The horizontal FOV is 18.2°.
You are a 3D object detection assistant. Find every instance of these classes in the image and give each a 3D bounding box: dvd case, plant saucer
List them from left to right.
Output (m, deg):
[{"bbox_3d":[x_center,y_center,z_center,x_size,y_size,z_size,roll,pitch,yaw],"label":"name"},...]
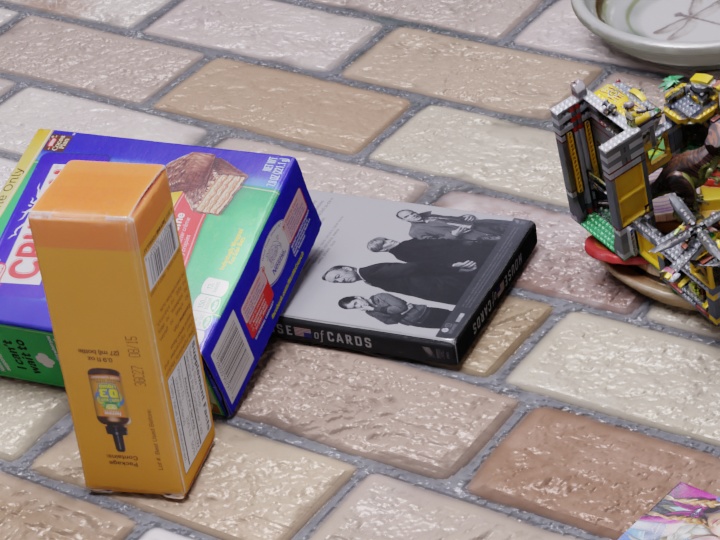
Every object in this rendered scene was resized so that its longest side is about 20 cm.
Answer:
[{"bbox_3d":[0.000,0.000,1.513,0.200,0.025,0.150,8,36,24],"label":"dvd case"},{"bbox_3d":[0.264,-0.201,1.746,0.200,0.050,0.200,-6,33,4],"label":"plant saucer"}]

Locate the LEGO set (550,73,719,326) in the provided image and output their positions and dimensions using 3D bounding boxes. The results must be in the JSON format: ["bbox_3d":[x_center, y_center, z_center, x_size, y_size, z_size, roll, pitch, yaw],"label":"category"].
[{"bbox_3d":[0.213,-0.068,1.408,0.154,0.116,0.200,-26,45,-10],"label":"LEGO set"}]

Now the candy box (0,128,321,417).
[{"bbox_3d":[-0.151,-0.003,1.468,0.200,0.077,0.169,7,52,23],"label":"candy box"}]

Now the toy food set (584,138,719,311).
[{"bbox_3d":[0.245,-0.036,1.500,0.198,0.049,0.200,-6,34,2],"label":"toy food set"}]

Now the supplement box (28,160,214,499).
[{"bbox_3d":[-0.138,0.037,1.324,0.066,0.200,0.069,3,31,16],"label":"supplement box"}]

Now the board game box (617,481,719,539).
[{"bbox_3d":[0.192,0.207,1.146,0.199,0.043,0.200,21,42,34],"label":"board game box"}]
